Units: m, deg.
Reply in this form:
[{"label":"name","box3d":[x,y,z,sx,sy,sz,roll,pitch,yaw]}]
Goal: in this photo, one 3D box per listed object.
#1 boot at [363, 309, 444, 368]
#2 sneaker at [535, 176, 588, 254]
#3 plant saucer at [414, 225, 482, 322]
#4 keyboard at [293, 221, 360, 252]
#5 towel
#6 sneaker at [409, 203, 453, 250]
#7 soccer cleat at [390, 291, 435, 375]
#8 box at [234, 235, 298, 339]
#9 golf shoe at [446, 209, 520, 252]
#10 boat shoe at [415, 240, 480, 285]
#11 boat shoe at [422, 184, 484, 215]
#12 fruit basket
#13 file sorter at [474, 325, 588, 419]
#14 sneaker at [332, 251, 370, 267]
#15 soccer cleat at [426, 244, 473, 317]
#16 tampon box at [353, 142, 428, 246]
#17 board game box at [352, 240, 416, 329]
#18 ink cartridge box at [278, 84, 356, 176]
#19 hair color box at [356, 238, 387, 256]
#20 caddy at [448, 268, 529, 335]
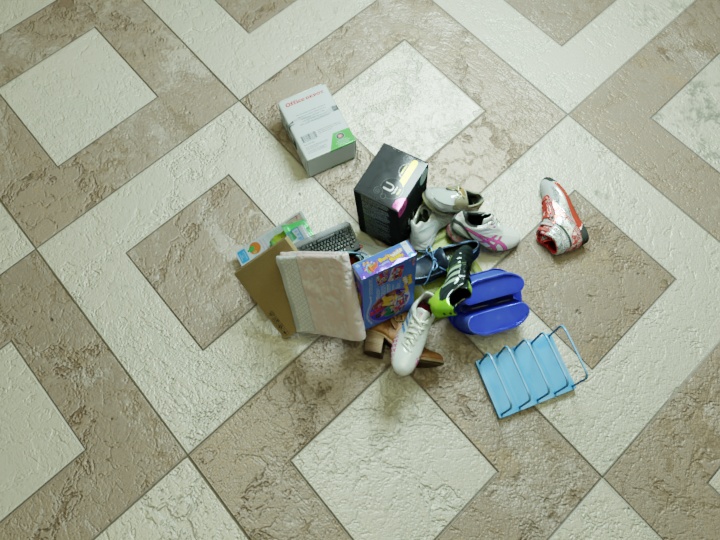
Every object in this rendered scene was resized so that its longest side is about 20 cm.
[{"label":"boot","box3d":[0.111,0.141,1.410,0.196,0.077,0.158,10,65,12]},{"label":"sneaker","box3d":[0.483,-0.137,1.513,0.106,0.067,0.204,-23,73,-11]},{"label":"plant saucer","box3d":[0.197,-0.001,1.470,0.198,0.048,0.202,-28,71,-10]},{"label":"keyboard","box3d":[-0.091,-0.023,1.405,0.197,0.021,0.129,-24,94,-13]},{"label":"towel","box3d":[-0.086,0.054,1.299,0.188,0.203,0.032,2,26,32]},{"label":"sneaker","box3d":[0.180,-0.138,1.482,0.069,0.081,0.201,11,45,27]},{"label":"soccer cleat","box3d":[0.119,0.133,1.323,0.069,0.087,0.202,22,57,4]},{"label":"box","box3d":[-0.171,0.043,1.373,0.162,0.021,0.201,-31,105,20]},{"label":"golf shoe","box3d":[0.315,-0.099,1.464,0.197,0.092,0.074,8,55,-19]},{"label":"boat shoe","box3d":[0.191,-0.032,1.419,0.198,0.069,0.085,-27,71,-10]},{"label":"boat shoe","box3d":[0.229,-0.179,1.465,0.198,0.068,0.076,2,61,-48]},{"label":"fruit basket","box3d":[-0.187,-0.026,1.456,0.198,0.094,0.187,-29,71,-8]},{"label":"file sorter","box3d":[0.384,0.224,1.343,0.197,0.123,0.141,-19,69,-7]},{"label":"sneaker","box3d":[0.000,0.000,1.367,0.196,0.090,0.080,8,77,-16]},{"label":"soccer cleat","box3d":[0.220,0.025,1.324,0.080,0.068,0.201,1,48,42]},{"label":"tampon box","box3d":[0.077,-0.175,1.451,0.125,0.201,0.151,27,71,15]},{"label":"board game box","box3d":[0.053,0.037,1.310,0.133,0.201,0.045,-24,56,-15]},{"label":"ink cartridge box","box3d":[-0.116,-0.376,1.595,0.144,0.084,0.202,-23,70,-9]},{"label":"hair color box","box3d":[-0.011,0.030,1.450,0.109,0.064,0.203,17,71,6]},{"label":"caddy","box3d":[0.300,0.075,1.407,0.197,0.105,0.144,-13,95,-11]}]
